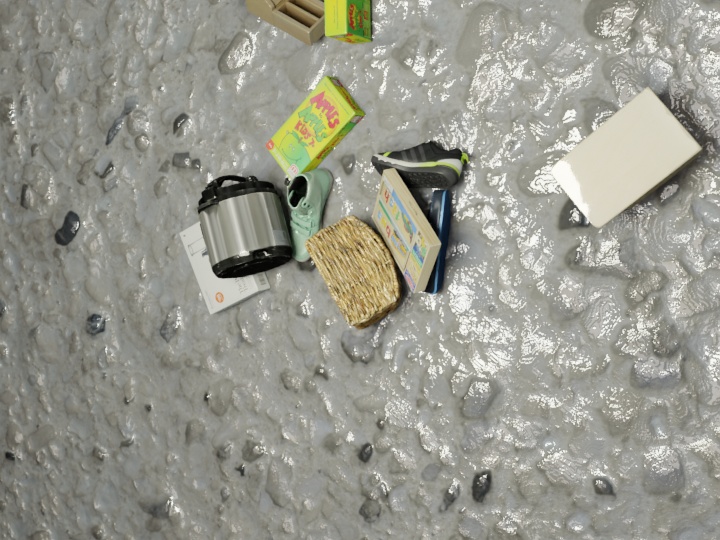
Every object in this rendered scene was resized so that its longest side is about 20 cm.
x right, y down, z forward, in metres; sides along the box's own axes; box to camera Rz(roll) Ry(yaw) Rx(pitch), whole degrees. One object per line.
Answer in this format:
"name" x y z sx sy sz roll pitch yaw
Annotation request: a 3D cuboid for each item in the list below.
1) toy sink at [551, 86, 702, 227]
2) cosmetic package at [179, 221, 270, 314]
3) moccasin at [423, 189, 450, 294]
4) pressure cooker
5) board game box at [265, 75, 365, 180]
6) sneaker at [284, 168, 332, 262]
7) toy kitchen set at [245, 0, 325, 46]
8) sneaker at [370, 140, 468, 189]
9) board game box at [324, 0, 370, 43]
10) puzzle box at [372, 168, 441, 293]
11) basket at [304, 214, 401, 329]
"toy sink" 0.435 -0.178 1.257 0.200 0.112 0.131 -42 77 20
"cosmetic package" -0.303 -0.023 1.703 0.150 0.052 0.202 -26 84 30
"moccasin" 0.127 -0.055 1.452 0.068 0.080 0.202 10 100 20
"pressure cooker" -0.238 -0.099 1.568 0.177 0.176 0.202 -14 83 -10
"board game box" -0.095 -0.286 1.561 0.200 0.048 0.102 -44 76 25
"sneaker" -0.126 -0.110 1.559 0.073 0.118 0.202 21 107 22
"toy kitchen set" -0.123 -0.594 1.484 0.180 0.201 0.163 34 69 20
"sneaker" 0.116 -0.207 1.462 0.199 0.072 0.083 14 66 33
"board game box" -0.025 -0.543 1.453 0.047 0.101 0.202 2 97 28
"puzzle box" 0.081 -0.075 1.430 0.134 0.025 0.201 103 147 -49
"basket" 0.000 0.000 1.524 0.142 0.149 0.201 -30 80 3
